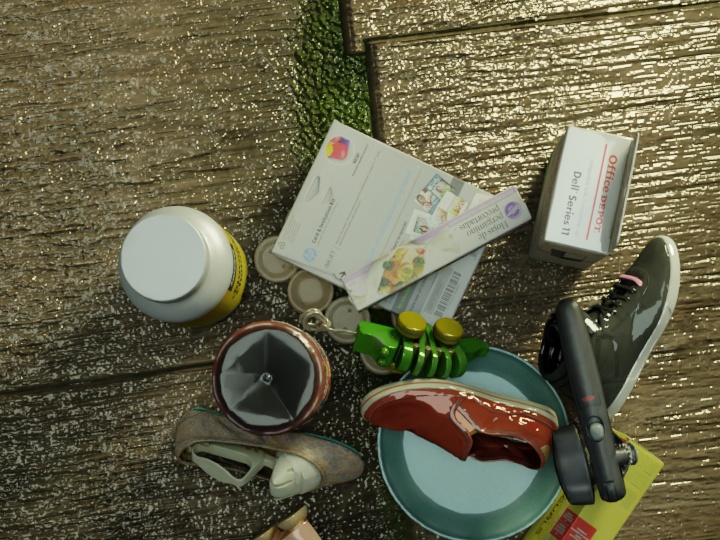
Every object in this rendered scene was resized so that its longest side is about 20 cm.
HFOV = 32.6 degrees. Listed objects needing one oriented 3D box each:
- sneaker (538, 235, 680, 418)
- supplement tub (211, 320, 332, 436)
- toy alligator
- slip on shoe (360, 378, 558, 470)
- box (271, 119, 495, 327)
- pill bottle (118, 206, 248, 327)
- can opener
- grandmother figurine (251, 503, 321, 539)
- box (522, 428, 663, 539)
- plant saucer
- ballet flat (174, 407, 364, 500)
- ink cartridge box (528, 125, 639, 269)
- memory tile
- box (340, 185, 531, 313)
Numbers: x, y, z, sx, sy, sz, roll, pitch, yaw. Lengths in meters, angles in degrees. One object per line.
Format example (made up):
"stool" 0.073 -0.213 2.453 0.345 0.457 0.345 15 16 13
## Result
"sneaker" 0.250 0.045 1.251 0.099 0.071 0.201 25 89 -22
"supplement tub" -0.081 0.105 1.204 0.106 0.200 0.108 0 86 1
"toy alligator" 0.037 0.078 1.215 0.199 0.054 0.060 10 125 -16
"slip on shoe" 0.097 0.154 1.218 0.199 0.074 0.061 11 51 -1
"box" 0.029 -0.043 1.278 0.199 0.041 0.157 25 86 3
"pill bottle" -0.176 -0.003 1.217 0.111 0.200 0.113 0 85 2
"can opener" 0.217 0.125 1.180 0.078 0.063 0.201 -9 89 2
"grandmother figurine" -0.026 0.339 1.256 0.121 0.061 0.201 -34 87 26
"box" 0.219 0.256 1.240 0.050 0.075 0.200 37 88 -13
"plant saucer" 0.117 0.178 1.274 0.199 0.036 0.201 0 85 2
"ballet flat" -0.098 0.198 1.259 0.199 0.068 0.067 11 41 9
"ink cartridge box" 0.216 -0.071 1.211 0.067 0.200 0.118 12 85 3
"memory tile" 0.000 0.000 1.304 0.200 0.017 0.153 40 87 4
"box" 0.075 -0.020 1.235 0.199 0.041 0.039 -28 87 -1
